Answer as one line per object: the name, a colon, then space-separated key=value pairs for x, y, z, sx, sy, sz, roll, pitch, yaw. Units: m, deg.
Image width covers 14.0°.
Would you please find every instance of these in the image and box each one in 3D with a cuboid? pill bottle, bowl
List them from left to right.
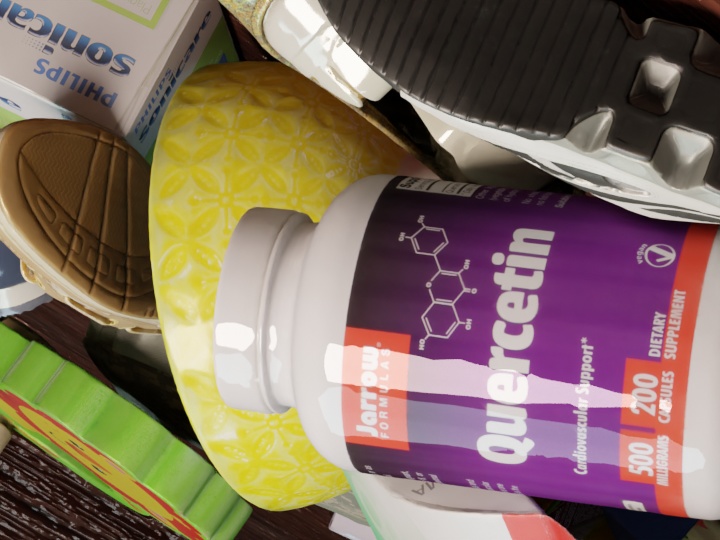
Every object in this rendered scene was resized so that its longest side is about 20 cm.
bowl: x=0.000 y=0.000 z=1.267 sx=0.107 sy=0.201 sz=0.200 roll=-9 pitch=153 yaw=22
pill bottle: x=0.052 y=0.025 z=1.081 sx=0.199 sy=0.113 sz=0.112 roll=6 pitch=163 yaw=14

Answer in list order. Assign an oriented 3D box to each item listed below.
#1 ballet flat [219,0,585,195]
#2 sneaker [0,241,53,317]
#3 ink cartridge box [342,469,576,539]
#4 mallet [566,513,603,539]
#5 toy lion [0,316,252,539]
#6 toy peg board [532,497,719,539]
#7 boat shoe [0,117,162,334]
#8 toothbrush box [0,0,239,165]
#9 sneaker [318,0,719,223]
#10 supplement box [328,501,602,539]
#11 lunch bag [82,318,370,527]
ballet flat: x=0.017 y=-0.077 z=1.085 sx=0.200 sy=0.071 sz=0.071 roll=33 pitch=168 yaw=-36
sneaker: x=-0.209 y=-0.050 z=1.378 sx=0.200 sy=0.070 sz=0.082 roll=24 pitch=142 yaw=41
ink cartridge box: x=0.066 y=0.148 z=1.142 sx=0.200 sy=0.050 sz=0.161 roll=48 pitch=164 yaw=58
mallet: x=0.144 y=0.113 z=1.440 sx=0.200 sy=0.041 sz=0.066 roll=-14 pitch=-164 yaw=-30
toy lion: x=-0.135 y=0.077 z=1.434 sx=0.191 sy=0.069 sz=0.200 roll=33 pitch=169 yaw=11
toy peg board: x=0.126 y=0.127 z=1.219 sx=0.200 sy=0.098 sz=0.199 roll=43 pitch=168 yaw=8
boat shoe: x=-0.113 y=-0.010 z=1.266 sx=0.069 sy=0.074 sz=0.200 roll=-2 pitch=159 yaw=32
toothbrush box: x=-0.136 y=-0.093 z=1.347 sx=0.145 sy=0.086 sz=0.200 roll=25 pitch=169 yaw=12
sneaker: x=0.074 y=-0.060 z=1.020 sx=0.200 sy=0.074 sz=0.089 roll=27 pitch=167 yaw=8
supplement box: x=0.072 y=0.118 z=1.635 sx=0.109 sy=0.061 sz=0.200 roll=25 pitch=-162 yaw=16
lunch bag: x=-0.030 y=0.046 z=1.467 sx=0.164 sy=0.118 sz=0.200 roll=24 pitch=-163 yaw=17
